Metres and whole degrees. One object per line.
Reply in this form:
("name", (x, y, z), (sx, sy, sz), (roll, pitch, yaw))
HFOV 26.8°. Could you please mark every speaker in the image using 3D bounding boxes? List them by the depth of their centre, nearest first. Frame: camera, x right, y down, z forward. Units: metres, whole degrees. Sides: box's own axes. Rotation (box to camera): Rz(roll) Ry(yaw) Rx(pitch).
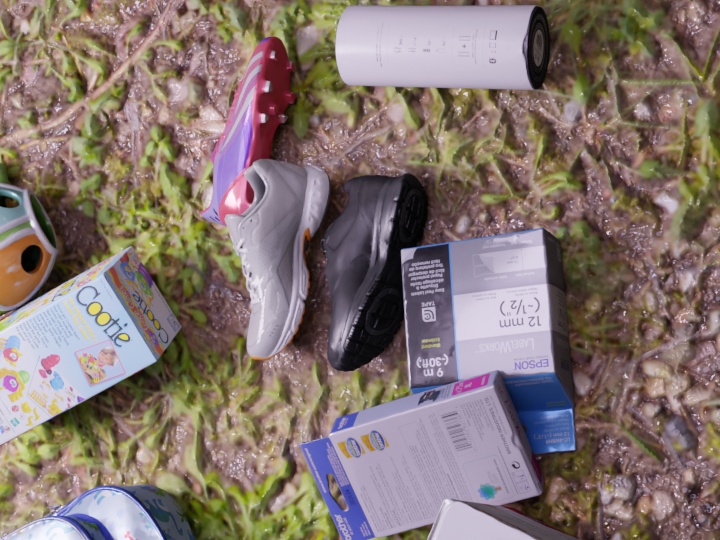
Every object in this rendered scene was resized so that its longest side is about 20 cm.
("speaker", (0.078, -0.218, 1.470), (0.199, 0.081, 0.082), (4, 81, 23))

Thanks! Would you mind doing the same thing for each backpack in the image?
("backpack", (-0.260, 0.308, 1.471), (0.199, 0.147, 0.184), (-33, 72, 10))

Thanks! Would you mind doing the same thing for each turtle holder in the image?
("turtle holder", (-0.393, -0.029, 1.608), (0.131, 0.186, 0.142), (-27, 106, 1))

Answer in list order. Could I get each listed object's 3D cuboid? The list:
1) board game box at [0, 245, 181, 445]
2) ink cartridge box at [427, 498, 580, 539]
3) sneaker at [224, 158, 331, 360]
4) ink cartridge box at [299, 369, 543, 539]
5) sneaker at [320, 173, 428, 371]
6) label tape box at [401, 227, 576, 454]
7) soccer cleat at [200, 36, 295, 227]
("board game box", (-0.300, 0.076, 1.536), (0.199, 0.103, 0.105), (-27, 101, 15))
("ink cartridge box", (0.147, 0.262, 1.285), (0.145, 0.200, 0.083), (23, 89, 24))
("sneaker", (-0.097, -0.014, 1.484), (0.076, 0.092, 0.201), (-7, 70, 64))
("ink cartridge box", (0.056, 0.175, 1.396), (0.199, 0.042, 0.120), (-19, 108, 16))
("sneaker", (0.000, 0.000, 1.474), (0.090, 0.076, 0.201), (11, 77, 33))
("label tape box", (0.119, 0.071, 1.407), (0.142, 0.066, 0.201), (-8, 76, 20))
("soccer cleat", (-0.118, -0.142, 1.546), (0.076, 0.067, 0.201), (5, 84, 27))
